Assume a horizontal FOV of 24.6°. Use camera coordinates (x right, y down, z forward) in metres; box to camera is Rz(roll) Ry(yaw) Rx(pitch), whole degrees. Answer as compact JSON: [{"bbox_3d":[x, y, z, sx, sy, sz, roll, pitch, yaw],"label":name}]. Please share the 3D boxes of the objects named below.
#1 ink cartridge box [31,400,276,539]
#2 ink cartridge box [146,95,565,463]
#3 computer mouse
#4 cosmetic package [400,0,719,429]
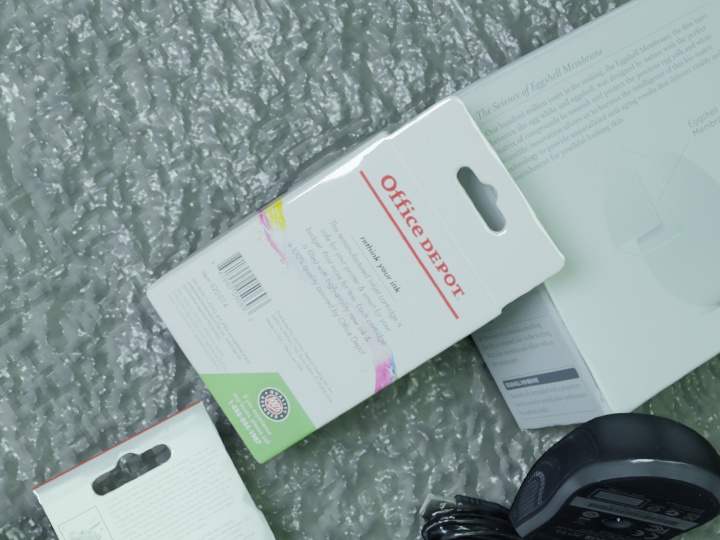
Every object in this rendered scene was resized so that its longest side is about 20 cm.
[{"bbox_3d":[-0.091,0.184,0.894,0.109,0.050,0.200,-27,90,-22],"label":"ink cartridge box"},{"bbox_3d":[0.000,0.000,0.898,0.200,0.067,0.117,-32,95,11],"label":"ink cartridge box"},{"bbox_3d":[0.130,0.120,0.915,0.138,0.200,0.053,17,61,-16],"label":"computer mouse"},{"bbox_3d":[0.149,-0.041,0.981,0.199,0.123,0.200,-29,93,-22],"label":"cosmetic package"}]
